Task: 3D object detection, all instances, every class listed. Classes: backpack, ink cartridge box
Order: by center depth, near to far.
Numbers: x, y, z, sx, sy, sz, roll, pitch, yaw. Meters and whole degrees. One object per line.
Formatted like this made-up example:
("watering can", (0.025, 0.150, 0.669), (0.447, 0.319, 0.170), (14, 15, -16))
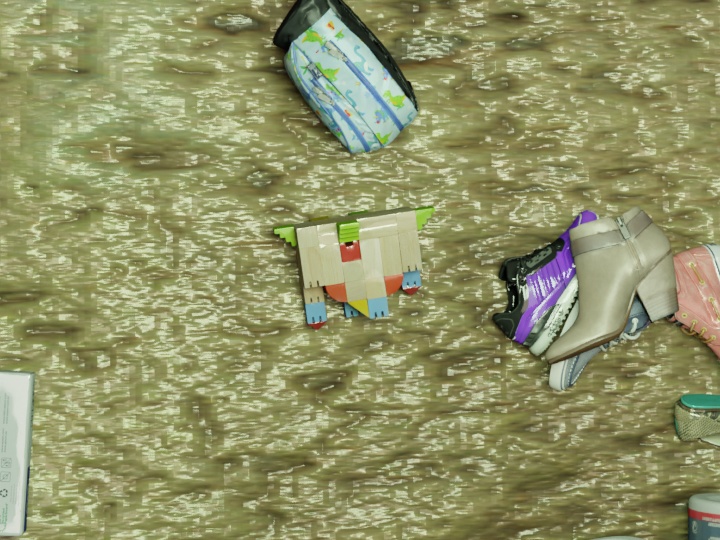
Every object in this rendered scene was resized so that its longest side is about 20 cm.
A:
("ink cartridge box", (-0.499, 0.216, 1.487), (0.200, 0.043, 0.197), (4, 88, -6))
("backpack", (-0.018, -0.242, 1.529), (0.200, 0.163, 0.154), (34, 92, -12))

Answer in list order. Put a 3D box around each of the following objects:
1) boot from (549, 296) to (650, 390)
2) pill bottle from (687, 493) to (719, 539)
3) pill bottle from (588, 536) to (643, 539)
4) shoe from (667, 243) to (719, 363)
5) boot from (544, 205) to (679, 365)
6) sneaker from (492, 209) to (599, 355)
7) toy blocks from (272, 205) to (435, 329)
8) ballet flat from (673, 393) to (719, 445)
("boot", (0.316, 0.072, 1.578), (0.090, 0.073, 0.200), (21, 83, 23))
("pill bottle", (0.477, 0.391, 1.575), (0.119, 0.120, 0.200), (2, 87, -8))
("pill bottle", (0.323, 0.445, 1.555), (0.112, 0.112, 0.200), (-7, 88, -8))
("shoe", (0.449, 0.069, 1.614), (0.091, 0.071, 0.200), (-14, 83, -7))
("boot", (0.294, 0.014, 1.528), (0.200, 0.070, 0.146), (-23, 82, -5))
("sneaker", (0.234, 0.000, 1.586), (0.099, 0.070, 0.200), (28, 83, -3))
("toy blocks", (0.000, 0.000, 1.551), (0.200, 0.100, 0.137), (-9, 100, -8))
("ballet flat", (0.510, 0.193, 1.625), (0.200, 0.068, 0.075), (-6, 110, -3))
